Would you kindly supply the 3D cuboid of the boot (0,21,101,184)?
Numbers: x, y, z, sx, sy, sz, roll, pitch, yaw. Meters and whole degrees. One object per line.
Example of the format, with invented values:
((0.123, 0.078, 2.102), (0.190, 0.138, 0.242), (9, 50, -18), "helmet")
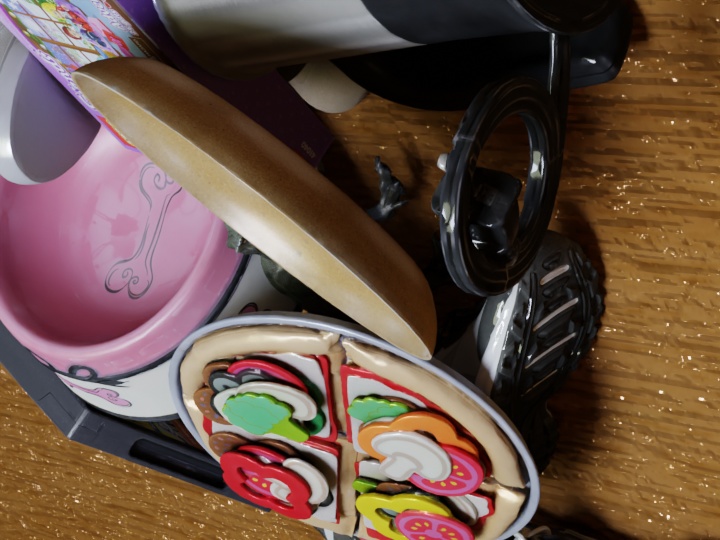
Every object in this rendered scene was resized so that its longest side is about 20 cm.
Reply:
((-0.179, -0.122, 1.233), (0.095, 0.201, 0.074), (-3, 137, 24), "boot")

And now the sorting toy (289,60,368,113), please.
((-0.045, -0.193, 1.158), (0.200, 0.036, 0.185), (46, 148, 7), "sorting toy")

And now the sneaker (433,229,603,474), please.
((0.064, 0.045, 1.194), (0.079, 0.074, 0.201), (47, 149, 23), "sneaker")

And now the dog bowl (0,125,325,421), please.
((-0.119, -0.026, 1.255), (0.200, 0.201, 0.074), (31, -177, 34), "dog bowl")

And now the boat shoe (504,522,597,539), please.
((0.104, 0.153, 1.239), (0.199, 0.073, 0.063), (13, 135, 38), "boat shoe")

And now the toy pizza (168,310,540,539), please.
((-0.007, 0.091, 1.188), (0.199, 0.032, 0.201), (16, 147, 11), "toy pizza")

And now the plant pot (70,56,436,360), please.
((-0.040, -0.032, 1.031), (0.200, 0.028, 0.200), (38, 175, 4), "plant pot")

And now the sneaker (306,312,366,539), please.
((-0.006, 0.094, 1.335), (0.098, 0.071, 0.202), (16, 133, 43), "sneaker")

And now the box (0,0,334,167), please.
((-0.117, -0.117, 1.104), (0.136, 0.039, 0.200), (18, 158, 45), "box")

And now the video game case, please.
((-0.157, 0.060, 1.415), (0.180, 0.026, 0.200), (28, -169, -49), "video game case")

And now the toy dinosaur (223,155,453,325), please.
((0.000, 0.000, 1.213), (0.048, 0.088, 0.200), (52, -179, 44), "toy dinosaur")

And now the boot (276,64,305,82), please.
((-0.098, -0.170, 1.173), (0.200, 0.074, 0.075), (46, 178, -2), "boot")

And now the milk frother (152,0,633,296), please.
((0.006, -0.097, 0.990), (0.187, 0.200, 0.181), (-4, 129, 41), "milk frother")
